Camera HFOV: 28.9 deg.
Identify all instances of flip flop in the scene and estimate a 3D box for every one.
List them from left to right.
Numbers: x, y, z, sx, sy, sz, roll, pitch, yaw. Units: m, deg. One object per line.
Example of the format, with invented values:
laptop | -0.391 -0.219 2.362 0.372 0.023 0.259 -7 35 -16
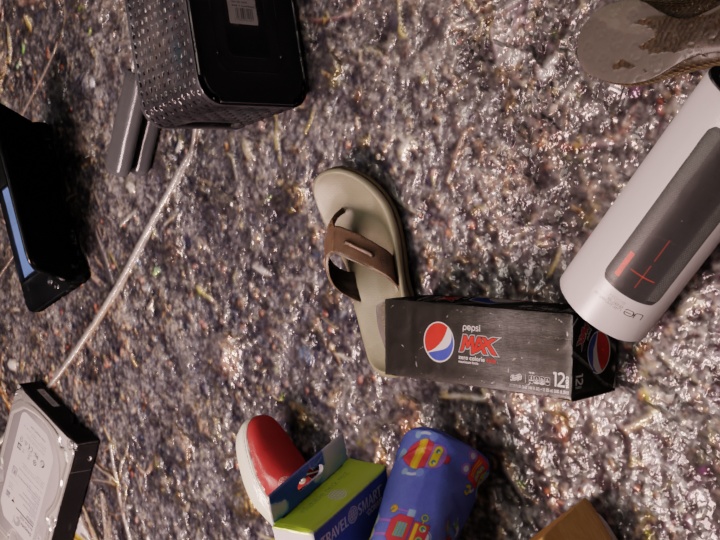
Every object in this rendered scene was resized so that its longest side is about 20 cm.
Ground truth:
flip flop | 0.000 0.000 1.254 0.081 0.057 0.202 -24 76 43

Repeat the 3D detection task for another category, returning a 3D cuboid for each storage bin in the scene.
storage bin | -0.139 -0.242 1.317 0.093 0.135 0.202 -15 83 44

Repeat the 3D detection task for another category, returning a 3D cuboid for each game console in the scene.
game console | -0.395 -0.068 1.595 0.175 0.116 0.201 -28 73 42

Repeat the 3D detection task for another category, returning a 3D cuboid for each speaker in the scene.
speaker | 0.228 -0.044 1.013 0.081 0.081 0.201 51 125 29

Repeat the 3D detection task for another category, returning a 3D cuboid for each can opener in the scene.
can opener | -0.218 -0.187 1.457 0.066 0.052 0.201 38 119 35

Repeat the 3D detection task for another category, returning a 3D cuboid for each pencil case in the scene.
pencil case | 0.044 0.230 1.151 0.077 0.087 0.201 12 63 20

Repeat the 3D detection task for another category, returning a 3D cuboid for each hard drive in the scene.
hard drive | -0.384 0.253 1.663 0.139 0.038 0.201 37 118 37

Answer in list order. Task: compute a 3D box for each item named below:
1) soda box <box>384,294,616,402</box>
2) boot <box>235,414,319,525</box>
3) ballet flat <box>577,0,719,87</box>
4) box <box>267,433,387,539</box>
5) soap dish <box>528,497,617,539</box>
soda box | 0.111 0.059 1.146 0.199 0.063 0.071 4 95 44
boot | -0.026 0.201 1.289 0.144 0.072 0.201 -41 73 38
ballet flat | 0.243 -0.174 1.019 0.199 0.046 0.068 -5 89 49
box | -0.017 0.255 1.176 0.047 0.122 0.202 5 113 31
soap dish | 0.145 0.302 1.118 0.200 0.081 0.158 -46 62 35
